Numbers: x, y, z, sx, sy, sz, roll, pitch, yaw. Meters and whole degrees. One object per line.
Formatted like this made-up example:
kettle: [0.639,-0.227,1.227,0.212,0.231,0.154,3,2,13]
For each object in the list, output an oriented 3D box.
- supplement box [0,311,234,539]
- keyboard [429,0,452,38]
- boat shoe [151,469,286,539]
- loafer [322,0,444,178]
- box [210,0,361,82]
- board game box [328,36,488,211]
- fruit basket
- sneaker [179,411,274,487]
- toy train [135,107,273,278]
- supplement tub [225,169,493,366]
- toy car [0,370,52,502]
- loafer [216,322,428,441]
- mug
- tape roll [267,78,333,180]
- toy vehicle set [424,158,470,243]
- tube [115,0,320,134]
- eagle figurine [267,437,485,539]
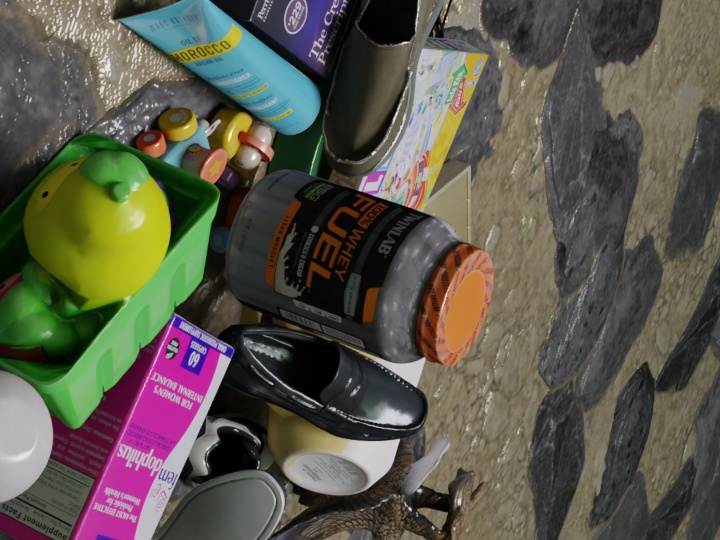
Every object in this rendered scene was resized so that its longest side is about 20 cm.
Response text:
supplement box: [-0.196,0.123,1.178,0.202,0.103,0.101,-66,151,-7]
keyboard: [0.053,-0.220,1.349,0.104,0.039,0.201,-54,154,-39]
boat shoe: [-0.130,0.225,1.311,0.199,0.076,0.060,-35,174,27]
loafer: [0.011,-0.175,1.246,0.070,0.075,0.202,5,104,-69]
box: [-0.048,-0.274,1.232,0.141,0.078,0.202,26,83,-58]
board game box: [0.033,-0.110,1.366,0.134,0.034,0.202,-9,126,-57]
fruit basket: [-0.193,-0.017,1.044,0.216,0.154,0.217,-47,150,-38]
sneaker: [-0.117,0.168,1.352,0.200,0.087,0.076,20,88,-62]
toy train: [-0.115,-0.059,1.259,0.199,0.055,0.152,-2,107,-60]
supplement tub: [0.000,0.000,1.241,0.122,0.198,0.124,-42,142,-45]
toy car: [-0.306,0.114,0.959,0.151,0.174,0.200,54,52,-12]
loafer: [-0.027,0.093,1.264,0.199,0.070,0.069,20,64,-21]
mug: [-0.036,0.110,1.376,0.150,0.185,0.155,122,-18,-55]
tape roll: [-0.010,-0.094,1.425,0.200,0.048,0.202,-37,136,-47]
toy vehicle set: [0.055,-0.018,1.600,0.200,0.026,0.125,-40,138,-44]
tube: [-0.100,-0.165,1.195,0.200,0.077,0.051,31,49,-56]
eagle figurine: [0.005,0.222,1.444,0.152,0.198,0.153,49,54,-72]
